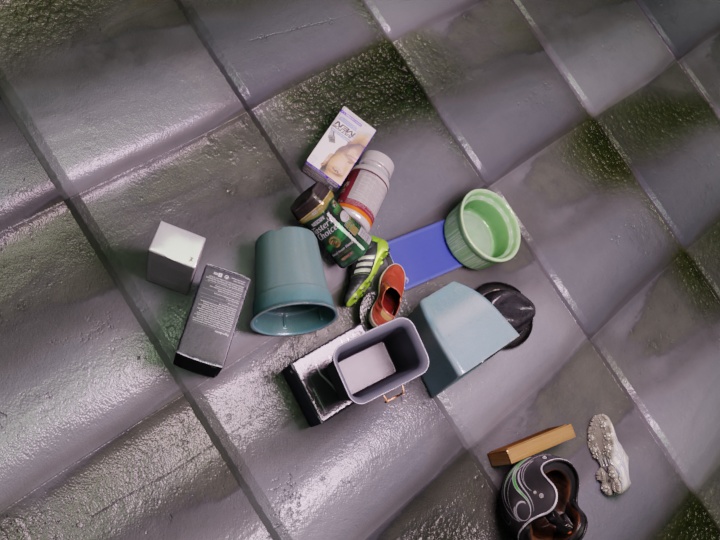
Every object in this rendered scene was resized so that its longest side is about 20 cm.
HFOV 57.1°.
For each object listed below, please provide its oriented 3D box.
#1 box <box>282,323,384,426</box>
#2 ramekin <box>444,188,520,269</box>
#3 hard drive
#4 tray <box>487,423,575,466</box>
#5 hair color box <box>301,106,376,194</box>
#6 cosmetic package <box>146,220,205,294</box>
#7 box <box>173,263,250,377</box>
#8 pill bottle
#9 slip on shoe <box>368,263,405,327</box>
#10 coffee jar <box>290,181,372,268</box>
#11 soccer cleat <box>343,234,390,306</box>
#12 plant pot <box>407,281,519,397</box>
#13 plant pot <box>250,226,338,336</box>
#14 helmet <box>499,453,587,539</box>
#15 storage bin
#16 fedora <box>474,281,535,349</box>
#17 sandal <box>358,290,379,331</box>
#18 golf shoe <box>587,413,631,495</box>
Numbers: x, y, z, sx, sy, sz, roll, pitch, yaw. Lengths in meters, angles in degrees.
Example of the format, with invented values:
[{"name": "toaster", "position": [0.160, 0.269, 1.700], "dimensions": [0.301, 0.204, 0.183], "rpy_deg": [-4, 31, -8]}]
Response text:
[{"name": "box", "position": [-0.056, 0.237, 1.500], "dimensions": [0.197, 0.104, 0.150], "rpy_deg": [-26, 83, -24]}, {"name": "ramekin", "position": [0.315, -0.101, 1.739], "dimensions": [0.196, 0.097, 0.204], "rpy_deg": [12, 64, -26]}, {"name": "hard drive", "position": [0.165, -0.041, 1.721], "dimensions": [0.197, 0.025, 0.134], "rpy_deg": [-21, 82, -25]}, {"name": "tray", "position": [0.419, 0.427, 1.623], "dimensions": [0.196, 0.099, 0.038], "rpy_deg": [-13, 76, -23]}, {"name": "hair color box", "position": [-0.055, -0.311, 1.708], "dimensions": [0.108, 0.065, 0.202], "rpy_deg": [34, 67, -7]}, {"name": "cosmetic package", "position": [-0.397, -0.023, 1.414], "dimensions": [0.100, 0.200, 0.073], "rpy_deg": [22, 67, -12]}, {"name": "box", "position": [-0.322, 0.112, 1.428], "dimensions": [0.102, 0.148, 0.204], "rpy_deg": [19, 67, -12]}, {"name": "pill bottle", "position": [0.008, -0.196, 1.667], "dimensions": [0.108, 0.110, 0.203], "rpy_deg": [29, 66, -9]}, {"name": "slip on shoe", "position": [0.076, 0.056, 1.589], "dimensions": [0.074, 0.061, 0.202], "rpy_deg": [39, 42, -14]}, {"name": "coffee jar", "position": [-0.070, -0.109, 1.565], "dimensions": [0.200, 0.104, 0.086], "rpy_deg": [47, 36, -15]}, {"name": "soccer cleat", "position": [0.000, 0.000, 1.634], "dimensions": [0.080, 0.068, 0.202], "rpy_deg": [27, 65, 12]}, {"name": "plant pot", "position": [0.222, 0.149, 1.597], "dimensions": [0.193, 0.197, 0.202], "rpy_deg": [-27, 75, -25]}, {"name": "plant pot", "position": [-0.160, 0.022, 1.502], "dimensions": [0.196, 0.201, 0.200], "rpy_deg": [-1, 65, -20]}, {"name": "helmet", "position": [0.420, 0.532, 1.539], "dimensions": [0.196, 0.202, 0.192], "rpy_deg": [20, 30, -13]}, {"name": "storage bin", "position": [0.029, 0.208, 1.400], "dimensions": [0.197, 0.134, 0.148], "rpy_deg": [-22, 81, -24]}, {"name": "fedora", "position": [0.380, 0.107, 1.714], "dimensions": [0.196, 0.092, 0.205], "rpy_deg": [6, 72, -18]}, {"name": "sandal", "position": [0.034, 0.153, 1.605], "dimensions": [0.074, 0.048, 0.205], "rpy_deg": [-10, 86, -24]}, {"name": "golf shoe", "position": [0.651, 0.474, 1.720], "dimensions": [0.096, 0.078, 0.205], "rpy_deg": [1, 78, -37]}]
